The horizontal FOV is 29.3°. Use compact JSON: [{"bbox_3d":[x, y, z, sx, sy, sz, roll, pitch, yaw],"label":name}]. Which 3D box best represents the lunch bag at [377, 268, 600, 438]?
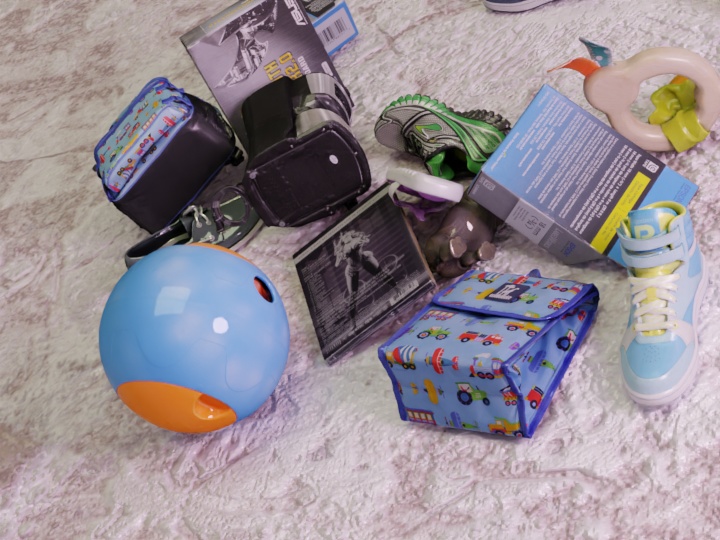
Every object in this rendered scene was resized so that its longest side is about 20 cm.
[{"bbox_3d":[0.139,0.065,1.377,0.150,0.094,0.200,4,36,37],"label":"lunch bag"}]

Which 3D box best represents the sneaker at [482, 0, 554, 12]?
[{"bbox_3d":[0.235,-0.422,1.810,0.202,0.146,0.077,-8,44,27],"label":"sneaker"}]

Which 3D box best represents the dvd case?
[{"bbox_3d":[0.000,0.000,1.552,0.149,0.016,0.200,-38,37,13],"label":"dvd case"}]

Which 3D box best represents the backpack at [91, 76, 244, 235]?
[{"bbox_3d":[-0.263,-0.165,1.818,0.183,0.134,0.200,-46,30,9],"label":"backpack"}]

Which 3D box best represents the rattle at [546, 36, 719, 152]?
[{"bbox_3d":[0.297,-0.225,1.504,0.200,0.130,0.143,19,56,-9],"label":"rattle"}]

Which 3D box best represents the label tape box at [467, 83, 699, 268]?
[{"bbox_3d":[0.236,-0.085,1.467,0.200,0.063,0.144,35,62,5],"label":"label tape box"}]

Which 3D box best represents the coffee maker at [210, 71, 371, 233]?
[{"bbox_3d":[-0.094,-0.150,1.693,0.192,0.135,0.200,-6,28,-5],"label":"coffee maker"}]

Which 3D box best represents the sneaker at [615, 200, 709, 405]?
[{"bbox_3d":[0.272,0.018,1.292,0.079,0.131,0.200,-6,44,25],"label":"sneaker"}]

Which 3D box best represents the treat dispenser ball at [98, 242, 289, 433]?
[{"bbox_3d":[-0.175,0.071,1.456,0.201,0.201,0.201,-17,39,15],"label":"treat dispenser ball"}]

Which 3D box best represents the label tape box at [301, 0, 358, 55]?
[{"bbox_3d":[-0.118,-0.351,2.005,0.144,0.063,0.200,-39,39,-14],"label":"label tape box"}]

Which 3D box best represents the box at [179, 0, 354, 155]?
[{"bbox_3d":[-0.120,-0.258,1.798,0.158,0.200,0.048,-32,34,-5],"label":"box"}]

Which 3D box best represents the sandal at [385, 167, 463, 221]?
[{"bbox_3d":[0.065,-0.082,1.540,0.203,0.082,0.050,-134,61,-87],"label":"sandal"}]

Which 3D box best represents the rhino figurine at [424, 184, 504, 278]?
[{"bbox_3d":[0.137,-0.068,1.526,0.200,0.060,0.087,-53,14,-30],"label":"rhino figurine"}]

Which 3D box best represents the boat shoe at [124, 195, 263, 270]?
[{"bbox_3d":[-0.204,-0.046,1.722,0.200,0.062,0.073,-34,36,-7],"label":"boat shoe"}]

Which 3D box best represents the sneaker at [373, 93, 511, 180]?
[{"bbox_3d":[0.089,-0.154,1.649,0.200,0.078,0.085,15,57,42],"label":"sneaker"}]
